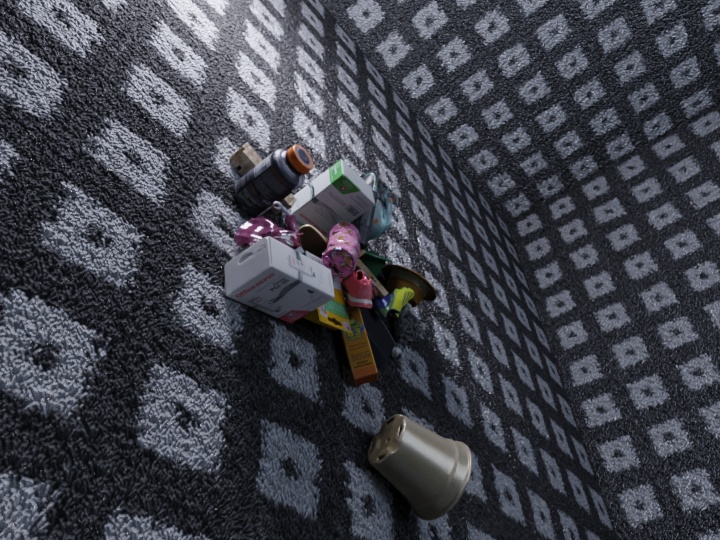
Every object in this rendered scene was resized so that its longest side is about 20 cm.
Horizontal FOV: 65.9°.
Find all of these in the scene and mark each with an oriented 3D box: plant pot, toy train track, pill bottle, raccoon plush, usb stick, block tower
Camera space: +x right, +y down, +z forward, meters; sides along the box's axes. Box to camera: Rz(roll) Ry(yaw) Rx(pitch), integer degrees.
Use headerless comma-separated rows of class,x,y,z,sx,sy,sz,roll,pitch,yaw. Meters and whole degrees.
plant pot,0.125,0.441,1.298,0.183,0.200,0.200,39,29,-13
toy train track,0.000,0.000,1.567,0.200,0.033,0.115,49,39,4
pill bottle,-0.211,-0.228,1.377,0.106,0.200,0.106,42,30,-32
raccoon plush,0.120,0.159,1.691,0.134,0.097,0.200,52,25,1
usb stick,0.011,-0.152,1.617,0.055,0.033,0.200,19,61,-14
block tower,-0.259,-0.239,1.475,0.200,0.058,0.054,48,27,-18

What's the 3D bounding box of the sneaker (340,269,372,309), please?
sneaker,-0.013,0.036,1.444,0.074,0.087,0.200,9,9,-26

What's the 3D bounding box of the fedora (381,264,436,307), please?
fedora,0.144,0.062,1.792,0.201,0.201,0.082,45,65,-27

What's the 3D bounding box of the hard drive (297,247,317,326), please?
hard drive,-0.143,0.031,1.414,0.200,0.033,0.140,57,25,-6

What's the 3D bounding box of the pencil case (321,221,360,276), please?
pencil case,-0.047,-0.058,1.448,0.087,0.083,0.200,60,16,-20

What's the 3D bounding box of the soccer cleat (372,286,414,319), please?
soccer cleat,0.100,0.099,1.637,0.200,0.065,0.084,-11,74,-54

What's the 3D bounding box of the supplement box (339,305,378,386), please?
supplement box,-0.012,0.187,1.418,0.069,0.066,0.200,84,-10,-60

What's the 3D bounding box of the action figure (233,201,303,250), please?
action figure,-0.194,-0.065,1.265,0.134,0.200,0.149,-53,133,-23

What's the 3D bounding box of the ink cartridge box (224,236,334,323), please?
ink cartridge box,-0.178,0.026,1.221,0.200,0.146,0.083,30,39,-45

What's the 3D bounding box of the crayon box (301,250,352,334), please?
crayon box,-0.095,0.064,1.364,0.126,0.052,0.200,29,37,-47

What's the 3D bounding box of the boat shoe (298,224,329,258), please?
boat shoe,-0.107,-0.056,1.543,0.200,0.071,0.065,55,19,-32

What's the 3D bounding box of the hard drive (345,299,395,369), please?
hard drive,0.023,0.164,1.557,0.200,0.042,0.135,54,25,-9

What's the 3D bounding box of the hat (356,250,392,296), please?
hat,-0.001,0.026,1.690,0.200,0.176,0.166,22,4,22

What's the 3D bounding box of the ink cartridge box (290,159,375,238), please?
ink cartridge box,-0.081,-0.197,1.586,0.147,0.200,0.083,39,28,-37

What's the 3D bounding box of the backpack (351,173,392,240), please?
backpack,0.008,-0.178,1.755,0.153,0.176,0.200,43,41,-36
